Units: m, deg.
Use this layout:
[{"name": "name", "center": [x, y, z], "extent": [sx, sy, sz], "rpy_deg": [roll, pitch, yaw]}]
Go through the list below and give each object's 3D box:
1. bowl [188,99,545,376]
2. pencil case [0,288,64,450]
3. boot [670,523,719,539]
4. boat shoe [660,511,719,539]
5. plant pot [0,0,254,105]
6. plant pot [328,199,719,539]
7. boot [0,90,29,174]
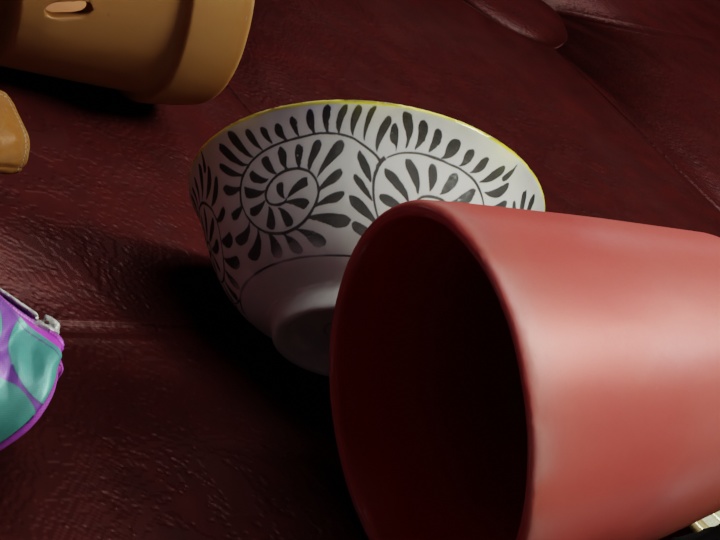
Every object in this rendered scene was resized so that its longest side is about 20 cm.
[{"name": "bowl", "center": [0.000, 0.000, 1.152], "extent": [0.200, 0.201, 0.094], "rpy_deg": [19, 58, -25]}, {"name": "pencil case", "center": [-0.213, -0.011, 0.912], "extent": [0.200, 0.092, 0.085], "rpy_deg": [55, -10, -15]}, {"name": "boot", "center": [0.143, 0.163, 0.926], "extent": [0.162, 0.198, 0.073], "rpy_deg": [-31, 90, -47]}, {"name": "boat shoe", "center": [0.146, 0.137, 1.145], "extent": [0.200, 0.074, 0.066], "rpy_deg": [30, 19, -4]}, {"name": "plant pot", "center": [-0.168, -0.198, 1.299], "extent": [0.140, 0.200, 0.200], "rpy_deg": [-7, 42, -28]}, {"name": "plant pot", "center": [0.106, 0.058, 1.047], "extent": [0.177, 0.201, 0.201], "rpy_deg": [-6, 41, -28]}, {"name": "boot", "center": [-0.277, -0.121, 1.135], "extent": [0.155, 0.077, 0.200], "rpy_deg": [-6, 46, -50]}]
